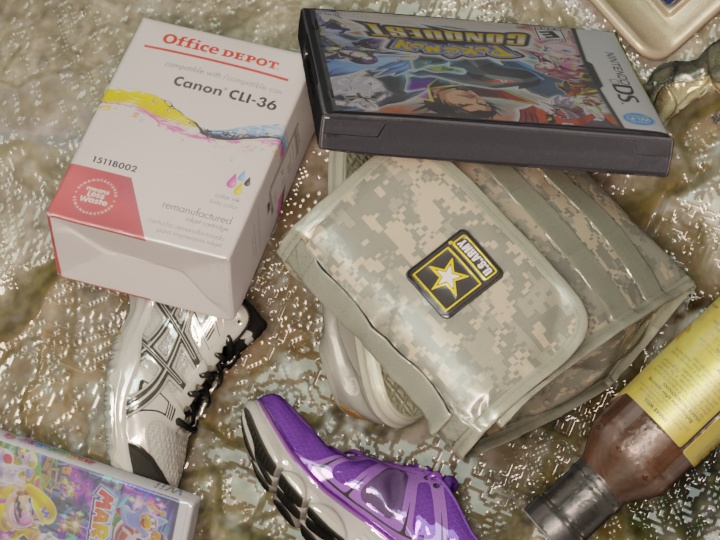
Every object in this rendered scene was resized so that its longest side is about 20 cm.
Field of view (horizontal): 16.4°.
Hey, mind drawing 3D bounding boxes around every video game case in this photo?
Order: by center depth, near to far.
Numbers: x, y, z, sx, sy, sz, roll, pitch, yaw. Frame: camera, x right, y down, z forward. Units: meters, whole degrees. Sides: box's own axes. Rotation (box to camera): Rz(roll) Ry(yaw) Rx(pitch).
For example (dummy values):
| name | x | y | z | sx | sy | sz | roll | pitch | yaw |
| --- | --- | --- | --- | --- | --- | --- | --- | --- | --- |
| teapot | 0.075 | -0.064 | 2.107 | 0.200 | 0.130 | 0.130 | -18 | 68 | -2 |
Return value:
| name | x | y | z | sx | sy | sz | roll | pitch | yaw |
| --- | --- | --- | --- | --- | --- | --- | --- | --- | --- |
| video game case | 0.068 | -0.106 | 1.456 | 0.199 | 0.181 | 0.026 | 4 | 115 | -7 |
| video game case | -0.203 | 0.172 | 1.517 | 0.199 | 0.018 | 0.144 | 17 | 109 | 12 |

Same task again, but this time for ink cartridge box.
| name | x | y | z | sx | sy | sz | roll | pitch | yaw |
| --- | --- | --- | --- | --- | --- | --- | --- | --- | --- |
| ink cartridge box | -0.098 | -0.079 | 1.514 | 0.116 | 0.068 | 0.201 | 14 | 55 | 11 |

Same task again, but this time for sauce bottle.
| name | x | y | z | sx | sy | sz | roll | pitch | yaw |
| --- | --- | --- | --- | --- | --- | --- | --- | --- | --- |
| sauce bottle | 0.180 | 0.087 | 1.476 | 0.200 | 0.065 | 0.065 | -42 | 76 | -1 |

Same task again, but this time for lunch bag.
| name | x | y | z | sx | sy | sz | roll | pitch | yaw |
| --- | --- | --- | --- | --- | --- | --- | --- | --- | --- |
| lunch bag | 0.067 | 0.007 | 1.434 | 0.164 | 0.200 | 0.118 | 47 | 129 | 14 |

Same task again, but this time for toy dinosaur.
| name | x | y | z | sx | sy | sz | roll | pitch | yaw |
| --- | --- | --- | --- | --- | --- | --- | --- | --- | --- |
| toy dinosaur | 0.263 | -0.121 | 1.513 | 0.199 | 0.047 | 0.088 | -27 | 70 | 0 |

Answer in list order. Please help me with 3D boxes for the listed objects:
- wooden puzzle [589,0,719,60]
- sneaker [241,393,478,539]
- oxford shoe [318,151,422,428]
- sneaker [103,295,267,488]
| name | x | y | z | sx | sy | sz | roll | pitch | yaw |
| --- | --- | --- | --- | --- | --- | --- | --- | --- | --- |
| wooden puzzle | 0.193 | -0.259 | 1.548 | 0.200 | 0.046 | 0.185 | -41 | 76 | 0 |
| sneaker | 0.012 | 0.140 | 1.502 | 0.200 | 0.081 | 0.084 | 40 | 71 | 7 |
| oxford shoe | 0.000 | 0.000 | 1.526 | 0.058 | 0.075 | 0.201 | -19 | 72 | 43 |
| sneaker | -0.103 | 0.047 | 1.525 | 0.087 | 0.076 | 0.201 | 4 | 81 | 10 |
